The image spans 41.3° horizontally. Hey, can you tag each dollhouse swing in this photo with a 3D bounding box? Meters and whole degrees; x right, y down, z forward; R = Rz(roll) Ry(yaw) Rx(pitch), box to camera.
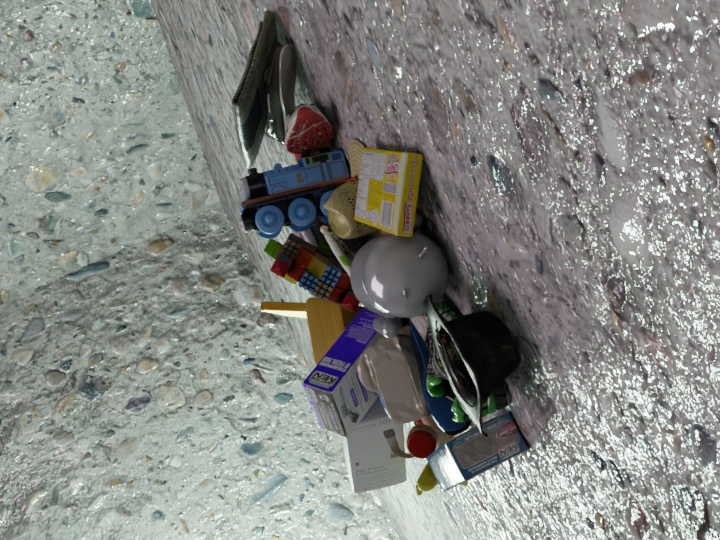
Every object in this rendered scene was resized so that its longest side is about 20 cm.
[{"bbox_3d":[-0.064,0.132,1.720,0.200,0.176,0.182,17,-120,-66],"label":"dollhouse swing"}]

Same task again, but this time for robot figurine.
[{"bbox_3d":[0.051,0.006,1.278,0.200,0.113,0.170,169,111,-79],"label":"robot figurine"}]

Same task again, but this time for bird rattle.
[{"bbox_3d":[0.125,0.266,1.592,0.163,0.113,0.200,97,158,-75],"label":"bird rattle"}]

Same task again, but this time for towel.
[{"bbox_3d":[-0.175,-0.303,1.596,0.193,0.035,0.200,89,-164,-65],"label":"towel"}]

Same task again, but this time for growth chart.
[{"bbox_3d":[0.000,0.000,1.484,0.145,0.018,0.200,56,-171,30],"label":"growth chart"}]

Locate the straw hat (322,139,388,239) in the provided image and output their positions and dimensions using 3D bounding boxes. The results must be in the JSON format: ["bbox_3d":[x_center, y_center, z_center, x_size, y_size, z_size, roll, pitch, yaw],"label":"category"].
[{"bbox_3d":[-0.009,-0.091,1.426,0.201,0.085,0.201,61,169,20],"label":"straw hat"}]

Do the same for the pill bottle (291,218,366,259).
[{"bbox_3d":[-0.061,-0.075,1.652,0.200,0.111,0.111,67,169,-9],"label":"pill bottle"}]

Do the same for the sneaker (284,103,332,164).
[{"bbox_3d":[-0.094,-0.230,1.532,0.200,0.078,0.082,122,128,-83],"label":"sneaker"}]

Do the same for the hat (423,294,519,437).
[{"bbox_3d":[0.144,0.102,1.146,0.201,0.081,0.201,160,90,-87],"label":"hat"}]

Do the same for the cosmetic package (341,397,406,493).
[{"bbox_3d":[0.021,0.287,1.625,0.200,0.102,0.074,83,172,-46],"label":"cosmetic package"}]

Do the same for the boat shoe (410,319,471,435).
[{"bbox_3d":[0.123,0.148,1.369,0.069,0.084,0.200,75,-174,-53],"label":"boat shoe"}]

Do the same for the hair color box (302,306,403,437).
[{"bbox_3d":[-0.003,0.155,1.535,0.065,0.200,0.109,12,137,31],"label":"hair color box"}]

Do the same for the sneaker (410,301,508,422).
[{"bbox_3d":[0.116,0.118,1.295,0.200,0.085,0.078,57,167,40],"label":"sneaker"}]

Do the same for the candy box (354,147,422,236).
[{"bbox_3d":[0.033,-0.105,1.241,0.200,0.026,0.102,-149,67,-72],"label":"candy box"}]

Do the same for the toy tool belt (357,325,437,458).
[{"bbox_3d":[0.077,0.178,1.488,0.123,0.125,0.200,-55,-55,-69],"label":"toy tool belt"}]

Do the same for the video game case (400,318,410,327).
[{"bbox_3d":[0.087,0.097,1.563,0.200,0.023,0.182,59,169,32],"label":"video game case"}]

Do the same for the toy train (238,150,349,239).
[{"bbox_3d":[-0.105,-0.122,1.543,0.087,0.200,0.114,138,117,-79],"label":"toy train"}]

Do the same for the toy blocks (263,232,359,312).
[{"bbox_3d":[-0.064,0.006,1.541,0.200,0.100,0.137,29,-171,-5],"label":"toy blocks"}]

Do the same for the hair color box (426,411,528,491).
[{"bbox_3d":[0.161,0.260,1.355,0.061,0.100,0.200,63,169,13],"label":"hair color box"}]

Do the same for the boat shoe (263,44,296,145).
[{"bbox_3d":[-0.139,-0.289,1.591,0.057,0.067,0.200,15,140,14],"label":"boat shoe"}]
